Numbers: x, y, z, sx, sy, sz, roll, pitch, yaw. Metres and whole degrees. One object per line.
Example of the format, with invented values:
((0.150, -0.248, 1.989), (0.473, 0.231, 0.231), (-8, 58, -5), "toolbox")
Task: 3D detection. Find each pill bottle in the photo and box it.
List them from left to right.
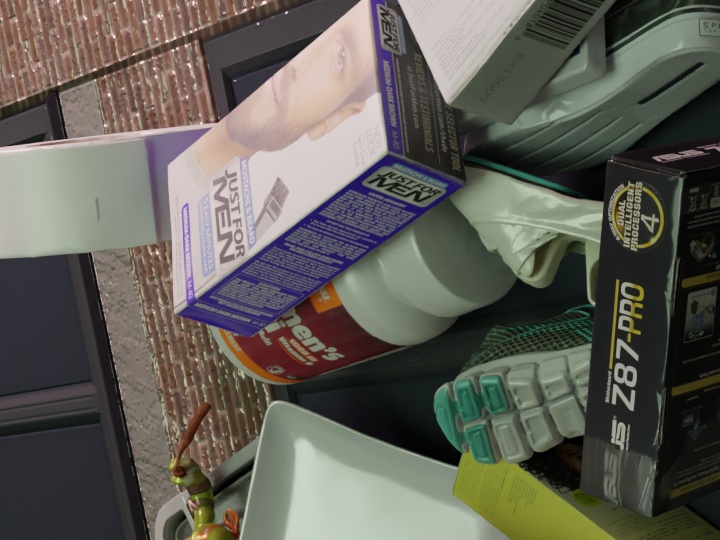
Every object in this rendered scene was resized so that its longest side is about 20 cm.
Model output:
((0.000, 0.000, 1.165), (0.200, 0.109, 0.110), (-21, 83, 48), "pill bottle")

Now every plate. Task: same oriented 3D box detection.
((0.007, 0.204, 1.211), (0.199, 0.032, 0.201), (17, 99, 30), "plate")

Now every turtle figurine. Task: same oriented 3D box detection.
((-0.121, 0.206, 1.312), (0.161, 0.064, 0.201), (-49, 37, 48), "turtle figurine")

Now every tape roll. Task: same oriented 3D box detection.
((-0.169, -0.056, 1.270), (0.202, 0.202, 0.071), (1, 99, 47), "tape roll")

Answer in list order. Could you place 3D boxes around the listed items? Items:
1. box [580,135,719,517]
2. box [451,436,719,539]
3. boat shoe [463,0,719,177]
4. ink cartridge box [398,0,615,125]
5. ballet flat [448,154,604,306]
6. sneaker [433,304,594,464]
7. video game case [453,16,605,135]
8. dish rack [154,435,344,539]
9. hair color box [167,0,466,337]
((0.189, 0.015, 0.897), (0.049, 0.200, 0.162), (16, 111, 43), "box")
((0.147, 0.153, 1.067), (0.200, 0.075, 0.050), (36, 124, 36), "box")
((0.132, -0.111, 1.039), (0.200, 0.072, 0.071), (-27, 56, 46), "boat shoe")
((0.064, -0.188, 1.023), (0.109, 0.050, 0.200), (-50, 43, 31), "ink cartridge box")
((0.122, -0.015, 1.029), (0.199, 0.069, 0.070), (15, 110, 27), "ballet flat")
((0.141, 0.049, 1.051), (0.199, 0.091, 0.078), (-6, 122, 26), "sneaker")
((0.079, -0.182, 1.056), (0.143, 0.018, 0.201), (-19, 64, 48), "video game case")
((-0.057, 0.214, 1.326), (0.200, 0.043, 0.172), (-39, 69, 45), "dish rack")
((-0.031, -0.056, 1.084), (0.200, 0.065, 0.110), (-34, 49, 38), "hair color box")
